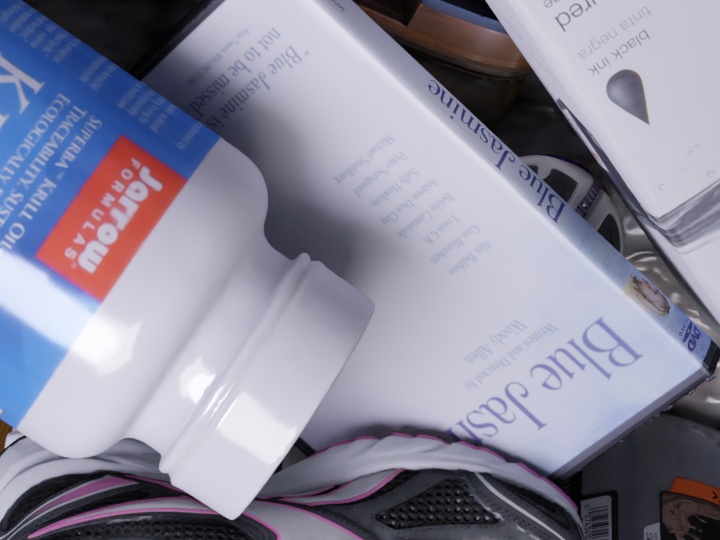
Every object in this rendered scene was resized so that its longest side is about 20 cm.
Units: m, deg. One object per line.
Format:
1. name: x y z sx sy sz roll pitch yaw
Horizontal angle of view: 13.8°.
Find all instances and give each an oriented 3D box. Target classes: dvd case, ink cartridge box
1. dvd case: 0.000 0.000 0.975 0.200 0.018 0.143 42 127 -11
2. ink cartridge box: 0.134 -0.078 0.944 0.145 0.084 0.200 -36 118 2

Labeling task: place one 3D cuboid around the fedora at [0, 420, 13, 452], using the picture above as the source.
1. fedora: -0.158 0.040 1.060 0.082 0.200 0.201 27 135 34

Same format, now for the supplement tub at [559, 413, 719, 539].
1. supplement tub: 0.100 0.155 1.070 0.122 0.200 0.123 2 127 3

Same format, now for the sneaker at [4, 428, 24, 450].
1. sneaker: -0.093 0.099 1.056 0.077 0.091 0.201 8 88 -8

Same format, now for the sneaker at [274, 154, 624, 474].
1. sneaker: 0.017 0.017 1.045 0.081 0.084 0.200 41 128 -9

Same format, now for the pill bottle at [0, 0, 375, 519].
1. pill bottle: -0.098 -0.013 0.921 0.200 0.112 0.112 33 123 -3

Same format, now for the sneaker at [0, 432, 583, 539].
1. sneaker: -0.026 0.106 0.965 0.199 0.086 0.081 0 115 -1

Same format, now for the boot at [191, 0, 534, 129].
1. boot: -0.041 -0.081 0.988 0.199 0.075 0.097 20 122 -12
